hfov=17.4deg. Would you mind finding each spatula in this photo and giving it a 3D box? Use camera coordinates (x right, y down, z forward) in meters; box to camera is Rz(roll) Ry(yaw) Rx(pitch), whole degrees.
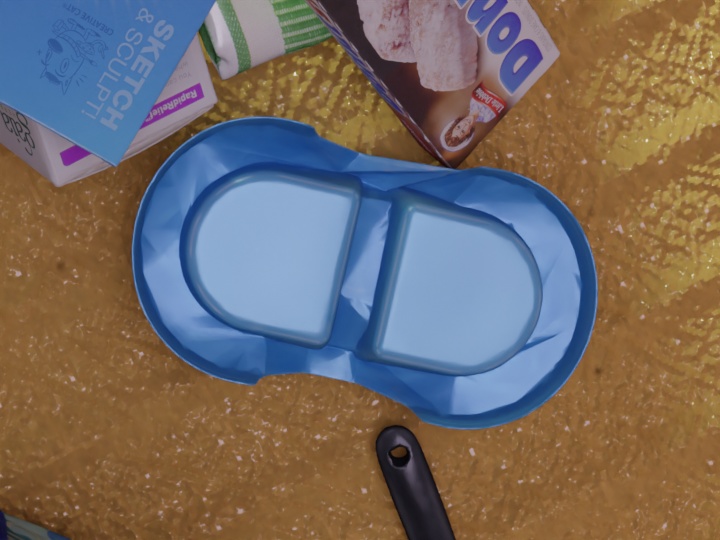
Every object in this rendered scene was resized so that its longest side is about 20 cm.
[{"bbox_3d":[0.047,0.161,1.037,0.056,0.021,0.201,-20,96,7],"label":"spatula"}]

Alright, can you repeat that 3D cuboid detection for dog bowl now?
[{"bbox_3d":[0.000,0.000,1.002,0.199,0.050,0.112,12,93,-9],"label":"dog bowl"}]

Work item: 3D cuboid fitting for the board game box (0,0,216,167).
[{"bbox_3d":[-0.100,-0.158,0.844,0.153,0.040,0.200,29,93,-39],"label":"board game box"}]

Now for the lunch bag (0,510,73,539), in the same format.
[{"bbox_3d":[-0.121,0.156,0.920,0.160,0.200,0.083,21,91,-9],"label":"lunch bag"}]

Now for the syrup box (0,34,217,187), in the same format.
[{"bbox_3d":[-0.130,-0.142,0.909,0.081,0.079,0.201,-28,124,-21],"label":"syrup box"}]

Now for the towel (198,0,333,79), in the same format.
[{"bbox_3d":[-0.007,-0.184,0.969,0.200,0.023,0.153,-31,100,-26],"label":"towel"}]

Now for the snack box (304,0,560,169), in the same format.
[{"bbox_3d":[0.020,-0.113,0.938,0.072,0.200,0.024,-48,58,-3],"label":"snack box"}]
